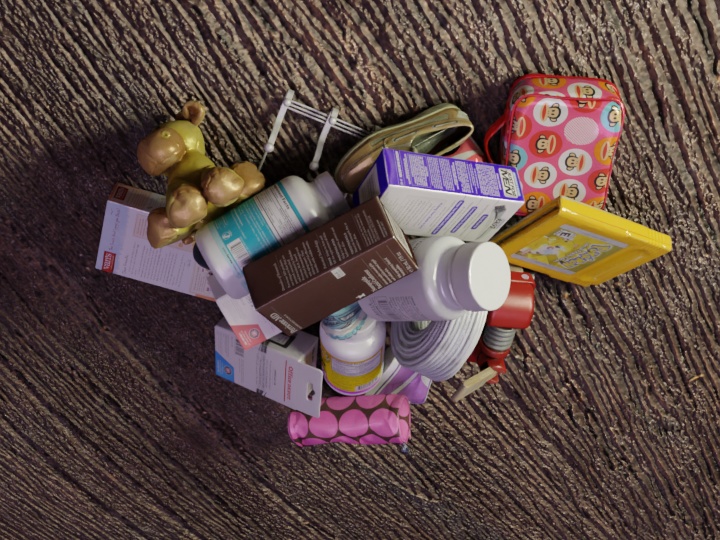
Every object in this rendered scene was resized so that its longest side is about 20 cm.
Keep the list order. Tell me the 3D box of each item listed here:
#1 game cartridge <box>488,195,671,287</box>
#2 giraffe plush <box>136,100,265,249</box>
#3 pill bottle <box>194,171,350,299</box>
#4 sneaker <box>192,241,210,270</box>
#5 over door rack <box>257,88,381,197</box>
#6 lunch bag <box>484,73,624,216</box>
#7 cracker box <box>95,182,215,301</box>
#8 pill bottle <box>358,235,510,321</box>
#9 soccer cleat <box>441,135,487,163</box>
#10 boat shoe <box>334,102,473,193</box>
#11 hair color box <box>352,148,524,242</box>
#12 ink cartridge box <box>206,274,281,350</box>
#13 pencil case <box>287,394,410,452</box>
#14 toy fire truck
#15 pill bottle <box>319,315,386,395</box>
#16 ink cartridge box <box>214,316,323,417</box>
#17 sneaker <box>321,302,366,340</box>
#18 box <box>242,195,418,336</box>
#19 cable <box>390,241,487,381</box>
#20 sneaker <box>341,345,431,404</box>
[{"bbox_3d":[0.312,-0.034,1.266,0.200,0.032,0.176,18,153,-22],"label":"game cartridge"},{"bbox_3d":[-0.237,-0.140,1.205,0.172,0.200,0.162,-30,88,4],"label":"giraffe plush"},{"bbox_3d":[-0.113,-0.054,1.182,0.200,0.111,0.111,-30,123,-3],"label":"pill bottle"},{"bbox_3d":[-0.140,-0.033,1.275,0.200,0.066,0.078,-12,171,0],"label":"sneaker"},{"bbox_3d":[-0.073,-0.142,1.249,0.148,0.067,0.200,21,126,-11],"label":"over door rack"},{"bbox_3d":[0.256,-0.166,1.197,0.176,0.082,0.200,4,129,1],"label":"lunch bag"},{"bbox_3d":[-0.295,-0.042,1.348,0.200,0.058,0.134,16,126,-10],"label":"cracker box"},{"bbox_3d":[0.097,0.011,1.185,0.200,0.114,0.114,-4,134,45],"label":"pill bottle"},{"bbox_3d":[0.089,-0.127,1.261,0.200,0.067,0.077,-22,92,26],"label":"soccer cleat"},{"bbox_3d":[0.059,-0.159,1.177,0.200,0.076,0.072,-32,125,-1],"label":"boat shoe"},{"bbox_3d":[0.102,-0.097,1.164,0.200,0.065,0.109,7,149,-22],"label":"hair color box"},{"bbox_3d":[-0.119,0.022,1.351,0.200,0.068,0.117,-27,129,-5],"label":"ink cartridge box"},{"bbox_3d":[-0.016,0.255,1.455,0.200,0.091,0.094,-2,153,15],"label":"pencil case"},{"bbox_3d":[0.196,0.099,1.324,0.128,0.200,0.176,6,129,-9],"label":"toy fire truck"},{"bbox_3d":[-0.012,0.113,1.384,0.104,0.104,0.200,4,148,1],"label":"pill bottle"},{"bbox_3d":[-0.137,0.148,1.434,0.200,0.068,0.116,21,131,18],"label":"ink cartridge box"},{"bbox_3d":[0.000,0.000,1.273,0.078,0.200,0.086,14,154,19],"label":"sneaker"},{"bbox_3d":[-0.038,-0.003,1.119,0.200,0.075,0.100,-27,148,11],"label":"box"},{"bbox_3d":[0.117,0.061,1.308,0.069,0.200,0.200,21,127,-23],"label":"cable"},{"bbox_3d":[0.047,0.224,1.524,0.114,0.073,0.200,30,124,-22],"label":"sneaker"}]
